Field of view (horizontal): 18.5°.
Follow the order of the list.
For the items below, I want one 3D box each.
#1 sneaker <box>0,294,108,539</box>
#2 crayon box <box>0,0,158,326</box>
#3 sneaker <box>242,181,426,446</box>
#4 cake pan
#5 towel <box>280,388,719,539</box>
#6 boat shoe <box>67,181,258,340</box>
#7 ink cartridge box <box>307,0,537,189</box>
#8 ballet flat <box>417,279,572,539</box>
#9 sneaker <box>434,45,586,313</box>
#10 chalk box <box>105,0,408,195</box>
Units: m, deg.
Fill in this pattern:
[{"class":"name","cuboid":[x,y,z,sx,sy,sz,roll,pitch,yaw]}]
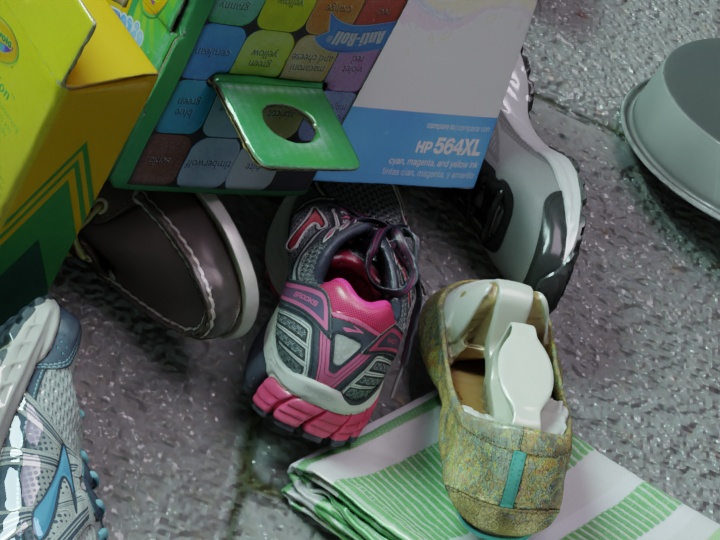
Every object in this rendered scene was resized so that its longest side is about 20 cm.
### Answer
[{"class":"sneaker","cuboid":[-0.137,0.101,0.874,0.086,0.078,0.201,31,46,-21]},{"class":"crayon box","cuboid":[-0.157,-0.075,0.922,0.051,0.200,0.127,-13,59,-41]},{"class":"sneaker","cuboid":[0.000,0.000,1.039,0.080,0.075,0.200,23,30,-11]},{"class":"cake pan","cuboid":[0.251,-0.076,1.283,0.199,0.037,0.201,12,33,-8]},{"class":"towel","cuboid":[0.084,0.116,0.981,0.200,0.024,0.152,30,34,29]},{"class":"boat shoe","cuboid":[-0.125,-0.037,1.006,0.059,0.072,0.200,-17,56,-46]},{"class":"ink cartridge box","cuboid":[0.007,-0.158,1.075,0.125,0.201,0.128,2,24,-45]},{"class":"ballet flat","cuboid":[0.065,0.043,1.012,0.070,0.071,0.200,22,27,-13]},{"class":"sneaker","cuboid":[0.061,-0.053,1.155,0.079,0.074,0.201,0,44,-22]},{"class":"chalk box","cuboid":[-0.070,-0.115,0.977,0.124,0.124,0.200,0,37,-46]}]
